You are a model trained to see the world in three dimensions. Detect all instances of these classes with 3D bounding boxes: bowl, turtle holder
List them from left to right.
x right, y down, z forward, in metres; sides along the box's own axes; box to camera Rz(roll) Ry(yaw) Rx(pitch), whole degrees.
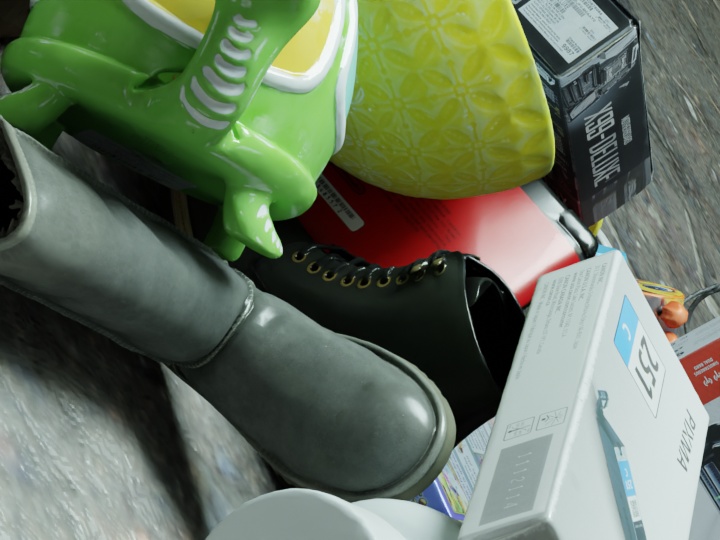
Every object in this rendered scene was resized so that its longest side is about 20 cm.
[{"bbox_3d":[-0.069,-0.092,0.996,0.141,0.132,0.186,24,-8,17],"label":"turtle holder"},{"bbox_3d":[-0.006,-0.108,1.137,0.200,0.108,0.200,62,-7,13],"label":"bowl"}]

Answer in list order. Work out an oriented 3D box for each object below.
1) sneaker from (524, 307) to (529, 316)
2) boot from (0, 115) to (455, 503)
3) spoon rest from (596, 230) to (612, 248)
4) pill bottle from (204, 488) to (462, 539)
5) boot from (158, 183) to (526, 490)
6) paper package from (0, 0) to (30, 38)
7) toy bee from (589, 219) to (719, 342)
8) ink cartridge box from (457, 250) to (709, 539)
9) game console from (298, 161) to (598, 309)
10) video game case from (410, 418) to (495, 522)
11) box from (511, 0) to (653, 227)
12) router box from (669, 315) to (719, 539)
[{"bbox_3d":[0.022,-0.005,1.335,0.200,0.074,0.087,49,20,-17],"label":"sneaker"},{"bbox_3d":[-0.073,0.010,0.968,0.182,0.073,0.200,25,-13,34],"label":"boot"},{"bbox_3d":[0.125,0.059,1.503,0.061,0.099,0.200,-3,75,-50],"label":"spoon rest"},{"bbox_3d":[0.018,0.151,0.987,0.200,0.114,0.114,33,31,-56],"label":"pill bottle"},{"bbox_3d":[0.000,0.000,1.122,0.077,0.138,0.200,-14,71,-49],"label":"boot"},{"bbox_3d":[-0.141,-0.208,1.161,0.191,0.103,0.200,60,16,2],"label":"paper package"},{"bbox_3d":[0.136,0.014,1.412,0.109,0.200,0.131,-144,-138,-75],"label":"toy bee"},{"bbox_3d":[0.110,0.115,1.016,0.176,0.045,0.200,61,26,-21],"label":"ink cartridge box"},{"bbox_3d":[0.019,-0.044,1.276,0.200,0.172,0.119,49,-25,13],"label":"game console"},{"bbox_3d":[0.057,0.131,1.246,0.200,0.045,0.181,65,16,20],"label":"video game case"},{"bbox_3d":[0.064,-0.133,1.268,0.200,0.050,0.158,49,-9,26],"label":"box"},{"bbox_3d":[0.200,0.115,1.259,0.180,0.200,0.049,57,15,-6],"label":"router box"}]
